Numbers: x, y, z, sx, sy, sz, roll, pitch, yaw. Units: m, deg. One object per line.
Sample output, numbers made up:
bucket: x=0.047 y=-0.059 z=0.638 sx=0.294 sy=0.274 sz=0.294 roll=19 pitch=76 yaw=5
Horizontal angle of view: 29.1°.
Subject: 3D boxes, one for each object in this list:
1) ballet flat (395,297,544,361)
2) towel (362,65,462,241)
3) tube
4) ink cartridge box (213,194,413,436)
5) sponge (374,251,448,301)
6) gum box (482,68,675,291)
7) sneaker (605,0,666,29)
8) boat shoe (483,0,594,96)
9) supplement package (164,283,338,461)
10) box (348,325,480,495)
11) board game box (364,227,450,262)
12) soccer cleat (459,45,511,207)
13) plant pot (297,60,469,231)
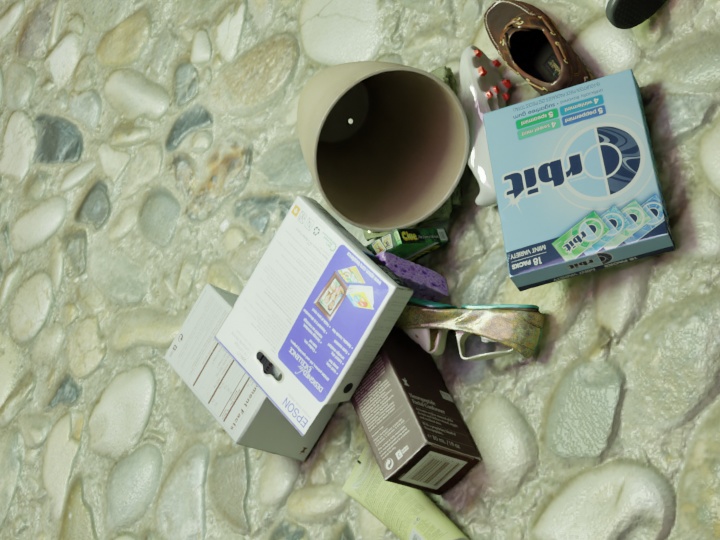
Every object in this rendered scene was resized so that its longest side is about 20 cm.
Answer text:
ballet flat: x=0.103 y=0.064 z=1.512 sx=0.198 sy=0.071 sz=0.071 roll=4 pitch=76 yaw=28
towel: x=0.058 y=-0.141 z=1.678 sx=0.148 sy=0.036 sz=0.202 roll=-16 pitch=63 yaw=38
tube: x=0.048 y=0.259 z=1.524 sx=0.058 sy=0.052 sz=0.200 roll=-30 pitch=38 yaw=-19
ink cartridge box: x=-0.056 y=0.050 z=1.550 sx=0.198 sy=0.043 sz=0.201 roll=43 pitch=107 yaw=39
sponge: x=-0.009 y=0.041 z=1.616 sx=0.199 sy=0.111 sz=0.030 roll=-28 pitch=58 yaw=34
gum box: x=0.226 y=-0.095 z=1.456 sx=0.168 sy=0.045 sz=0.202 roll=-15 pitch=63 yaw=18
sneaker: x=0.307 y=-0.363 z=1.507 sx=0.108 sy=0.067 sz=0.202 roll=39 pitch=98 yaw=46
boat shoe: x=0.194 y=-0.255 z=1.570 sx=0.071 sy=0.070 sz=0.200 roll=-53 pitch=44 yaw=16
supplement package: x=-0.129 y=0.123 z=1.695 sx=0.200 sy=0.116 sz=0.118 roll=41 pitch=103 yaw=44
box: x=0.046 y=0.141 z=1.533 sx=0.075 sy=0.100 sz=0.201 roll=-45 pitch=49 yaw=21
board game box: x=0.000 y=0.000 z=1.630 sx=0.199 sy=0.104 sz=0.024 roll=-29 pitch=74 yaw=33
soccer cleat: x=0.138 y=-0.168 z=1.592 sx=0.077 sy=0.069 sz=0.202 roll=-33 pitch=56 yaw=34
plant pot: x=0.001 y=-0.168 z=1.609 sx=0.188 sy=0.186 sz=0.200 roll=-59 pitch=30 yaw=9
